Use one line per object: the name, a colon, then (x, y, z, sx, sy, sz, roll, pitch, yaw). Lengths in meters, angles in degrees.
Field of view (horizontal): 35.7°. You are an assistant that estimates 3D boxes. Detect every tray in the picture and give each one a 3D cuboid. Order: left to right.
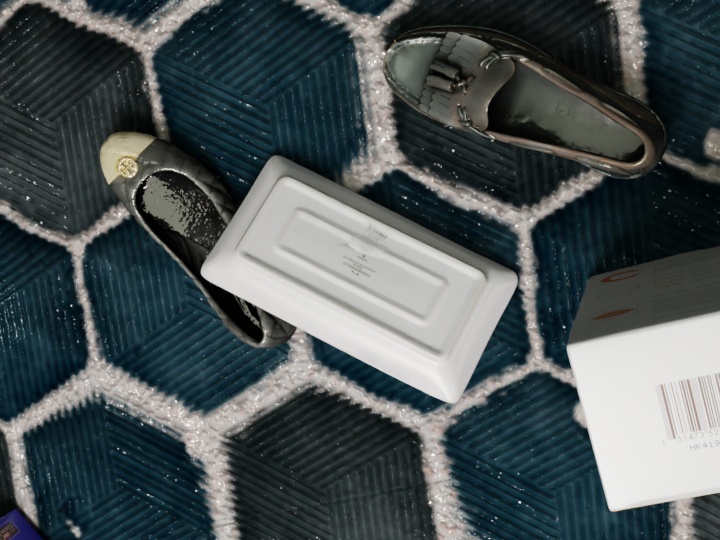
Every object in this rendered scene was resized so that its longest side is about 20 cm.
tray: (0.000, 0.000, 0.774, 0.200, 0.022, 0.108, 27, 70, 8)

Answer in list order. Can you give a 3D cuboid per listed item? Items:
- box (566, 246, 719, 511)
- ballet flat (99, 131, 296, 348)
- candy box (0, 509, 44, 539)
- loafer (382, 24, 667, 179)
box: (0.201, 0.053, 0.667, 0.124, 0.200, 0.098, -14, 97, 17)
ballet flat: (-0.116, -0.026, 0.812, 0.200, 0.057, 0.066, 46, 107, 3)
candy box: (-0.263, 0.309, 0.856, 0.200, 0.169, 0.077, 46, 111, 3)
loafer: (0.105, -0.114, 0.733, 0.200, 0.063, 0.072, 21, 105, 10)
